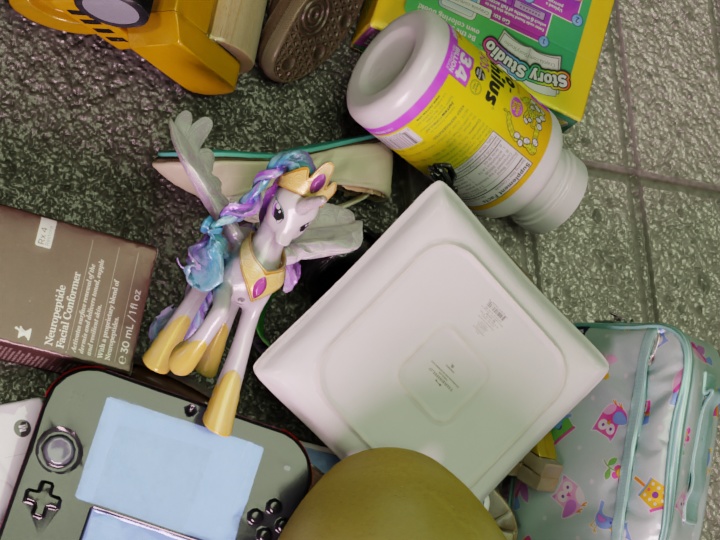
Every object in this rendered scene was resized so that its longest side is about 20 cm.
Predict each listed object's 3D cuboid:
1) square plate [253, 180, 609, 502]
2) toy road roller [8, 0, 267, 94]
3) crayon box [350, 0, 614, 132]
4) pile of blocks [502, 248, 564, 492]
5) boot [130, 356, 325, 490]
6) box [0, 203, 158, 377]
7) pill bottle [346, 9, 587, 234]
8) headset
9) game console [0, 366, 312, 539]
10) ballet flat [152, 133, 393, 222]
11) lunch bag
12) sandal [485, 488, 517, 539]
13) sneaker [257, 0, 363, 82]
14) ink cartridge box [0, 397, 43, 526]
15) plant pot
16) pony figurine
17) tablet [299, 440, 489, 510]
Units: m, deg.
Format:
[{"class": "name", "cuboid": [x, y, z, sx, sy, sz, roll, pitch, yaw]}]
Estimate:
[{"class": "square plate", "cuboid": [0.057, 0.073, 1.237, 0.198, 0.028, 0.200, -45, 102, -4]}, {"class": "toy road roller", "cuboid": [-0.176, -0.224, 1.293, 0.200, 0.145, 0.124, 32, 63, -51]}, {"class": "crayon box", "cuboid": [0.111, -0.231, 1.418, 0.199, 0.058, 0.174, 22, 73, -14]}, {"class": "pile of blocks", "cuboid": [0.111, 0.071, 1.304, 0.062, 0.082, 0.202, 12, 53, -44]}, {"class": "boot", "cuboid": [-0.144, 0.188, 1.233, 0.186, 0.064, 0.201, 34, 80, 7]}, {"class": "box", "cuboid": [-0.255, 0.010, 1.221, 0.198, 0.075, 0.101, 15, 74, -15]}, {"class": "pill bottle", "cuboid": [0.090, -0.111, 1.344, 0.199, 0.104, 0.105, 35, 67, -30]}, {"class": "headset", "cuboid": [0.000, 0.000, 1.285, 0.199, 0.094, 0.123, -36, 53, -14]}, {"class": "game console", "cuboid": [-0.146, 0.175, 1.184, 0.198, 0.031, 0.178, 20, 78, -9]}, {"class": "ballet flat", "cuboid": [-0.064, -0.068, 1.317, 0.198, 0.069, 0.070, -7, 81, -22]}, {"class": "lunch bag", "cuboid": [0.199, 0.134, 1.308, 0.077, 0.159, 0.202, 21, 73, -44]}, {"class": "sandal", "cuboid": [0.046, 0.145, 1.310, 0.080, 0.054, 0.200, -39, 89, 1]}, {"class": "sneaker", "cuboid": [-0.035, -0.246, 1.370, 0.075, 0.070, 0.201, 28, 82, 33]}, {"class": "ink cartridge box", "cuboid": [-0.301, 0.204, 1.178, 0.198, 0.041, 0.202, -12, 83, -22]}, {"class": "plant pot", "cuboid": [0.021, 0.207, 1.161, 0.198, 0.201, 0.143, 19, 36, -15]}, {"class": "pony figurine", "cuboid": [-0.080, -0.010, 1.192, 0.165, 0.193, 0.201, 25, 103, -18]}, {"class": "tablet", "cuboid": [-0.012, 0.204, 1.266, 0.198, 0.014, 0.131, 14, 76, 4]}]
